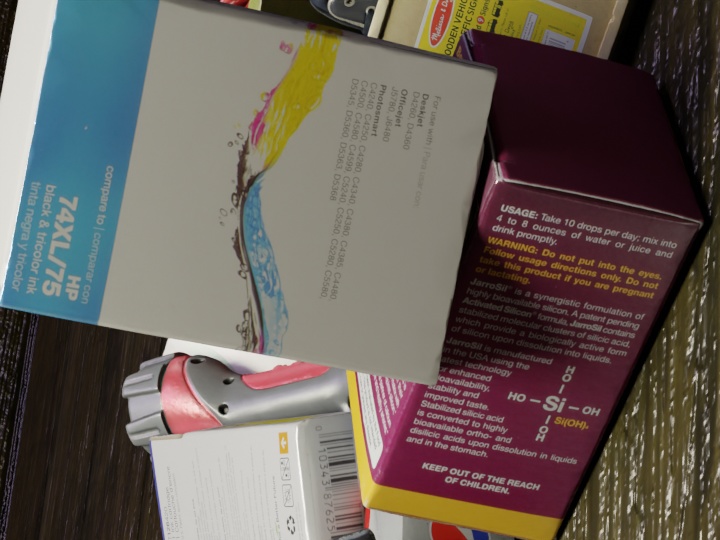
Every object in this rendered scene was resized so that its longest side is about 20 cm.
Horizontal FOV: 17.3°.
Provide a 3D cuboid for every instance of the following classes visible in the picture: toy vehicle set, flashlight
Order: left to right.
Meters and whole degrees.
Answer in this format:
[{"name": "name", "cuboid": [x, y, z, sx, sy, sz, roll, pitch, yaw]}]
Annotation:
[{"name": "flashlight", "cuboid": [-0.046, 0.067, 1.418, 0.068, 0.199, 0.068, -40, -69, -60]}, {"name": "toy vehicle set", "cuboid": [0.070, -0.122, 1.211, 0.027, 0.124, 0.201, -39, -30, -64]}]

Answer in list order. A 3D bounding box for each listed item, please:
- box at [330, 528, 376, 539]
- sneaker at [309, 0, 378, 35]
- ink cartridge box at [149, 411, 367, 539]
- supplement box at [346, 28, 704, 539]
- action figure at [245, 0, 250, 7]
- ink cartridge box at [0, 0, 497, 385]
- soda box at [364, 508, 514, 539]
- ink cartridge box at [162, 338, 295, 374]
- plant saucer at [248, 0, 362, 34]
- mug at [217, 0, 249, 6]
[{"name": "box", "cuboid": [-0.041, 0.261, 1.162, 0.199, 0.123, 0.200, 68, 153, 17]}, {"name": "sneaker", "cuboid": [0.033, -0.103, 1.298, 0.077, 0.145, 0.203, -130, 52, -71]}, {"name": "ink cartridge box", "cuboid": [-0.050, 0.184, 1.340, 0.200, 0.047, 0.199, -11, 87, 64]}, {"name": "supplement box", "cuboid": [0.071, 0.009, 1.131, 0.131, 0.103, 0.201, -97, 23, -53]}, {"name": "action figure", "cuboid": [-0.075, -0.105, 1.459, 0.052, 0.065, 0.201, 101, -170, -81]}, {"name": "ink cartridge box", "cuboid": [-0.062, -0.042, 1.072, 0.147, 0.199, 0.147, -166, 87, -75]}, {"name": "soda box", "cuboid": [0.040, 0.123, 1.236, 0.068, 0.063, 0.201, 120, 158, -51]}, {"name": "ink cartridge box", "cuboid": [-0.044, 0.062, 1.468, 0.161, 0.050, 0.201, 37, 126, 25]}, {"name": "plant saucer", "cuboid": [-0.013, -0.120, 1.429, 0.031, 0.200, 0.201, -6, 66, 33]}, {"name": "mug", "cuboid": [-0.076, -0.074, 1.542, 0.200, 0.133, 0.178, 49, 154, 16]}]
